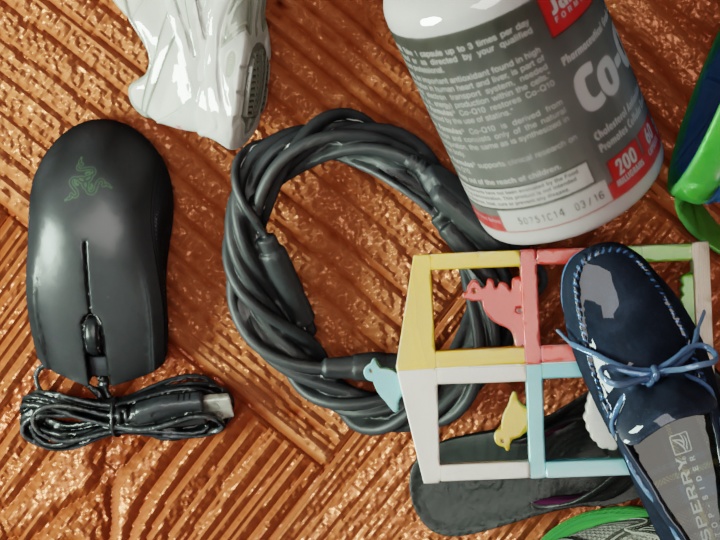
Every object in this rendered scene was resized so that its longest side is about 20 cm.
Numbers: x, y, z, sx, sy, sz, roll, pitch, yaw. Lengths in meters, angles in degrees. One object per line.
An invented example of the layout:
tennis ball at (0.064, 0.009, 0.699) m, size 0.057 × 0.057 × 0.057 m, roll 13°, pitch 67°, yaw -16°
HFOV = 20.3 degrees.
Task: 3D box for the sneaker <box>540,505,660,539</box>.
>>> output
sneaker at (0.107, 0.200, 1.175) m, size 0.199 × 0.085 × 0.078 m, roll -23°, pitch 92°, yaw 8°

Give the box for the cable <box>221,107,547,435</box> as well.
cable at (0.000, 0.000, 1.193) m, size 0.200 × 0.051 × 0.163 m, roll 38°, pitch 104°, yaw -2°

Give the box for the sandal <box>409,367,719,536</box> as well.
sandal at (0.125, 0.112, 1.182) m, size 0.199 × 0.048 × 0.076 m, roll -22°, pitch 92°, yaw 9°

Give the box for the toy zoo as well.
toy zoo at (0.101, 0.053, 1.144) m, size 0.199 × 0.020 × 0.132 m, roll -2°, pitch 90°, yaw 3°

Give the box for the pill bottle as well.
pill bottle at (0.081, -0.125, 1.099) m, size 0.113 × 0.114 × 0.201 m, roll -23°, pitch 117°, yaw 9°

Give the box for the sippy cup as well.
sippy cup at (0.253, -0.081, 1.106) m, size 0.130 × 0.178 × 0.140 m, roll 22°, pitch 74°, yaw 0°

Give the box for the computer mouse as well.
computer mouse at (-0.152, 0.010, 1.207) m, size 0.138 × 0.053 × 0.201 m, roll -4°, pitch 95°, yaw 9°

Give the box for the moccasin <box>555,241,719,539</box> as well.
moccasin at (0.172, 0.076, 1.096) m, size 0.080 × 0.068 × 0.201 m, roll -27°, pitch 89°, yaw 2°

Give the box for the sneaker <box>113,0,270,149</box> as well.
sneaker at (-0.098, -0.176, 1.172) m, size 0.099 × 0.078 × 0.201 m, roll 10°, pitch 95°, yaw 11°
